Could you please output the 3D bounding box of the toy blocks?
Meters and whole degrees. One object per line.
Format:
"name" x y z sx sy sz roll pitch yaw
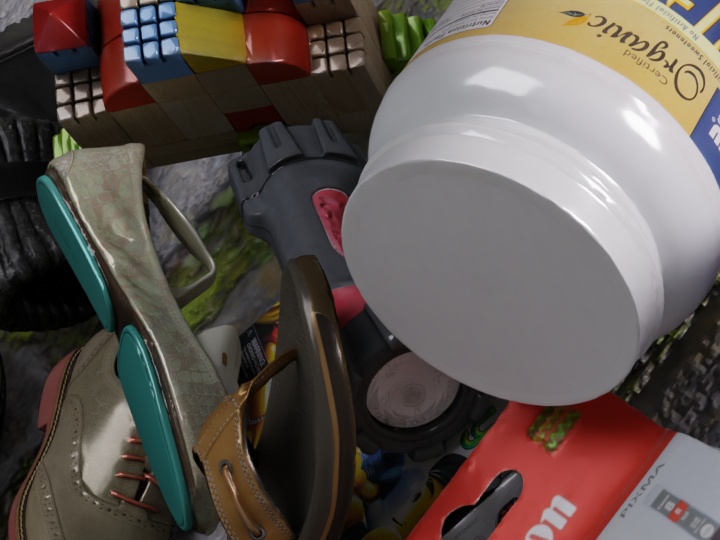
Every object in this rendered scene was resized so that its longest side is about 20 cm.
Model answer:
"toy blocks" -0.072 -0.104 1.136 0.199 0.137 0.100 -10 70 10

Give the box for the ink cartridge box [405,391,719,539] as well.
"ink cartridge box" 0.080 0.126 0.872 0.200 0.050 0.162 35 86 40

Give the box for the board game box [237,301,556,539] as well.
"board game box" 0.010 0.066 1.043 0.126 0.035 0.200 -42 36 12

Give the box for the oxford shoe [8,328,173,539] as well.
"oxford shoe" -0.114 0.095 1.110 0.075 0.070 0.200 -43 35 32

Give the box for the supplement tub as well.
"supplement tub" 0.090 -0.059 0.935 0.144 0.145 0.200 -10 36 43

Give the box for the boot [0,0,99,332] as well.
"boot" -0.154 -0.054 1.280 0.158 0.211 0.080 47 136 22

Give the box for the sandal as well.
"sandal" -0.044 0.088 0.963 0.082 0.054 0.200 -114 33 -49

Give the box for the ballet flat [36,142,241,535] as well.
"ballet flat" -0.086 0.022 1.087 0.062 0.068 0.200 -18 66 -17

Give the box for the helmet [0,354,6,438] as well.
"helmet" -0.275 0.067 1.220 0.200 0.191 0.200 -36 -3 -2

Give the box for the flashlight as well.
"flashlight" 0.000 0.000 1.034 0.068 0.068 0.200 -44 31 14
